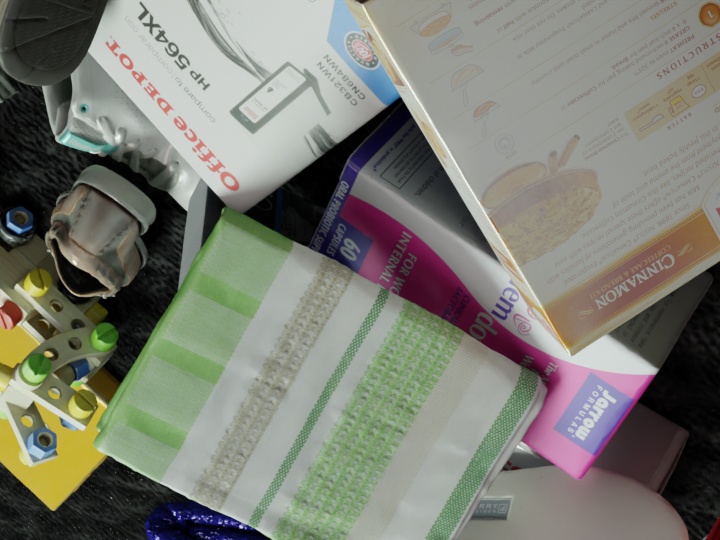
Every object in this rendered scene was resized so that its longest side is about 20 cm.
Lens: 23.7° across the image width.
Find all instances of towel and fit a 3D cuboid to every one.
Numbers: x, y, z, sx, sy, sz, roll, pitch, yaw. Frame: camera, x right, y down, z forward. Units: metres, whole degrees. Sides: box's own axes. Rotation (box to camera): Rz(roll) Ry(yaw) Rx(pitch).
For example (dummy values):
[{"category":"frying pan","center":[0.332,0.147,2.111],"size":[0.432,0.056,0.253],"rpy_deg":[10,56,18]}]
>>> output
[{"category":"towel","center":[-0.020,0.073,0.902],"size":[0.199,0.031,0.150],"rpy_deg":[29,98,-13]},{"category":"towel","center":[-0.070,0.208,1.182],"size":[0.147,0.050,0.200],"rpy_deg":[8,161,3]}]

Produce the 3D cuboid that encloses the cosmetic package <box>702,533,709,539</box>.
[{"category":"cosmetic package","center":[0.232,0.260,0.990],"size":[0.151,0.200,0.052],"rpy_deg":[41,138,0]}]

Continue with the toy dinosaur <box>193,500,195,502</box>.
[{"category":"toy dinosaur","center":[-0.041,0.111,1.175],"size":[0.135,0.102,0.201],"rpy_deg":[0,107,19]}]

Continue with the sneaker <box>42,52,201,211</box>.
[{"category":"sneaker","center":[-0.147,-0.091,1.063],"size":[0.075,0.089,0.200],"rpy_deg":[-27,106,45]}]

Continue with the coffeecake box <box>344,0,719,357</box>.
[{"category":"coffeecake box","center":[0.108,-0.087,0.824],"size":[0.201,0.153,0.073],"rpy_deg":[58,180,-17]}]

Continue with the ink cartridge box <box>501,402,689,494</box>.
[{"category":"ink cartridge box","center":[0.100,0.148,1.082],"size":[0.144,0.085,0.201],"rpy_deg":[30,137,12]}]

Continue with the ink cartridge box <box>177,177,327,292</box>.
[{"category":"ink cartridge box","center":[-0.054,0.015,0.984],"size":[0.099,0.200,0.039],"rpy_deg":[22,121,-16]}]

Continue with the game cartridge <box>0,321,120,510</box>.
[{"category":"game cartridge","center":[-0.276,0.082,1.353],"size":[0.200,0.032,0.176],"rpy_deg":[45,139,-1]}]

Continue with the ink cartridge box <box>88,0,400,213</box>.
[{"category":"ink cartridge box","center":[-0.044,-0.139,0.947],"size":[0.146,0.084,0.200],"rpy_deg":[48,137,-8]}]

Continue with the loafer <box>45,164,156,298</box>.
[{"category":"loafer","center":[-0.179,-0.014,1.119],"size":[0.072,0.063,0.200],"rpy_deg":[33,163,-4]}]

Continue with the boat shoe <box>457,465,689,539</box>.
[{"category":"boat shoe","center":[0.100,0.160,0.985],"size":[0.199,0.072,0.069],"rpy_deg":[-6,141,31]}]

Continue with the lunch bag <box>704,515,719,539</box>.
[{"category":"lunch bag","center":[0.246,0.154,0.891],"size":[0.082,0.200,0.177],"rpy_deg":[-10,115,40]}]

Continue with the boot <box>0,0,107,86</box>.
[{"category":"boot","center":[-0.176,-0.217,0.971],"size":[0.150,0.073,0.201],"rpy_deg":[35,106,51]}]

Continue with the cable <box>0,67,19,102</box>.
[{"category":"cable","center":[-0.263,-0.135,1.083],"size":[0.097,0.050,0.200],"rpy_deg":[41,177,-11]}]

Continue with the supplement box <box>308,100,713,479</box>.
[{"category":"supplement box","center":[0.078,0.005,0.960],"size":[0.199,0.103,0.101],"rpy_deg":[33,131,7]}]

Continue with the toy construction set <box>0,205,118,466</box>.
[{"category":"toy construction set","center":[-0.250,0.027,1.205],"size":[0.092,0.131,0.200],"rpy_deg":[-23,109,47]}]
